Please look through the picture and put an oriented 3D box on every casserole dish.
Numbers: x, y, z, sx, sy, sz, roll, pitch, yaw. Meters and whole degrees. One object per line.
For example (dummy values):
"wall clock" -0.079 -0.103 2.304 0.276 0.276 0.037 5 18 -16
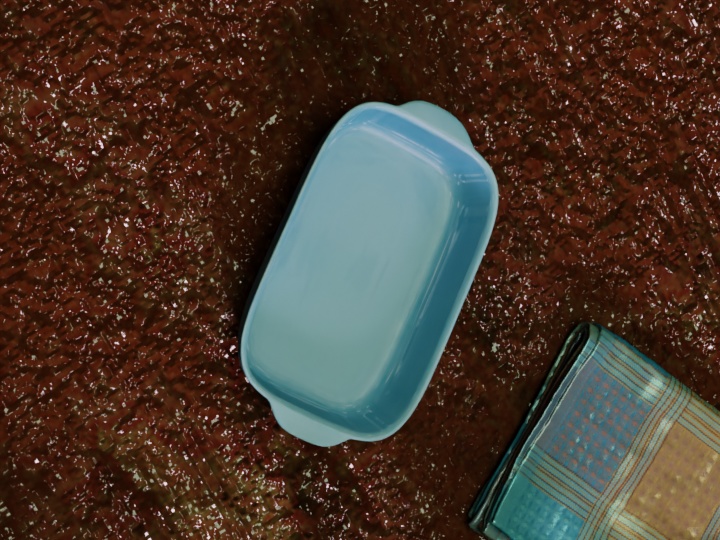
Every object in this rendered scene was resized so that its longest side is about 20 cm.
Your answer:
"casserole dish" 0.000 0.000 1.138 0.121 0.039 0.201 26 82 -25

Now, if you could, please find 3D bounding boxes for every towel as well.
"towel" 0.175 0.140 1.244 0.200 0.022 0.147 34 80 -25
